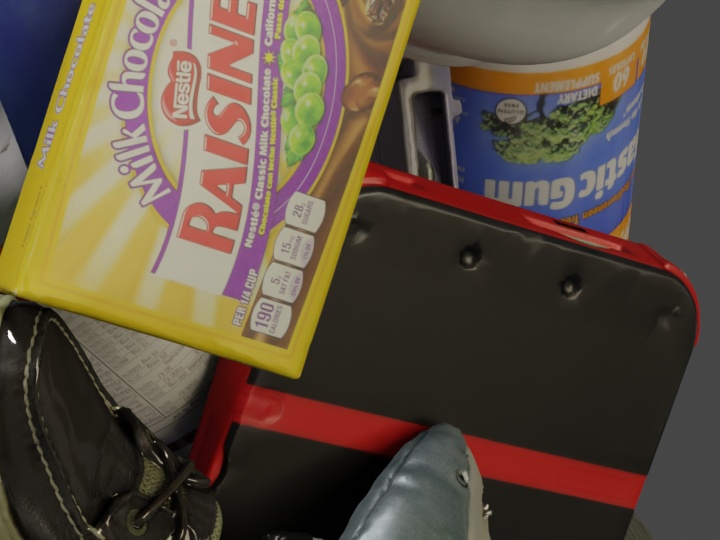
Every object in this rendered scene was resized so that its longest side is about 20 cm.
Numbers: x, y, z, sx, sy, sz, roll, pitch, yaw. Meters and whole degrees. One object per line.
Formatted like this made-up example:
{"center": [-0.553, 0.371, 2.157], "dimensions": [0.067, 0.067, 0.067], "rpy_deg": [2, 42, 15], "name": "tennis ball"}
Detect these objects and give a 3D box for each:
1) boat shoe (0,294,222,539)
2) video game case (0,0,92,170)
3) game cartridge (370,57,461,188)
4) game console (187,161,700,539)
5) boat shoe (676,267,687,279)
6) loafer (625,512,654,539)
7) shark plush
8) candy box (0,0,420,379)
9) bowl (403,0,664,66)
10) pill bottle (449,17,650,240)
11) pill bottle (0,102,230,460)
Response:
{"center": [-0.077, 0.084, 0.724], "dimensions": [0.072, 0.066, 0.201], "rpy_deg": [-81, 163, -47], "name": "boat shoe"}
{"center": [-0.094, -0.152, 0.736], "dimensions": [0.181, 0.045, 0.201], "rpy_deg": [-59, 133, -62], "name": "video game case"}
{"center": [0.000, 0.000, 0.915], "dimensions": [0.038, 0.129, 0.201], "rpy_deg": [-9, 96, -29], "name": "game cartridge"}
{"center": [0.031, 0.060, 0.839], "dimensions": [0.199, 0.031, 0.178], "rpy_deg": [15, 99, -32], "name": "game console"}
{"center": [0.092, 0.050, 1.058], "dimensions": [0.200, 0.069, 0.071], "rpy_deg": [-46, 124, -36], "name": "boat shoe"}
{"center": [0.102, 0.153, 1.078], "dimensions": [0.200, 0.070, 0.075], "rpy_deg": [27, 25, -52], "name": "loafer"}
{"center": [-0.021, 0.122, 0.751], "dimensions": [0.200, 0.091, 0.084], "rpy_deg": [-20, 105, -39], "name": "shark plush"}
{"center": [-0.035, -0.075, 0.677], "dimensions": [0.102, 0.026, 0.201], "rpy_deg": [17, 90, -26], "name": "candy box"}
{"center": [0.033, -0.140, 0.814], "dimensions": [0.200, 0.091, 0.202], "rpy_deg": [19, 39, -16], "name": "bowl"}
{"center": [0.065, -0.044, 0.963], "dimensions": [0.112, 0.112, 0.201], "rpy_deg": [-42, 144, -40], "name": "pill bottle"}
{"center": [-0.086, 0.009, 0.833], "dimensions": [0.200, 0.109, 0.110], "rpy_deg": [45, 58, -37], "name": "pill bottle"}
